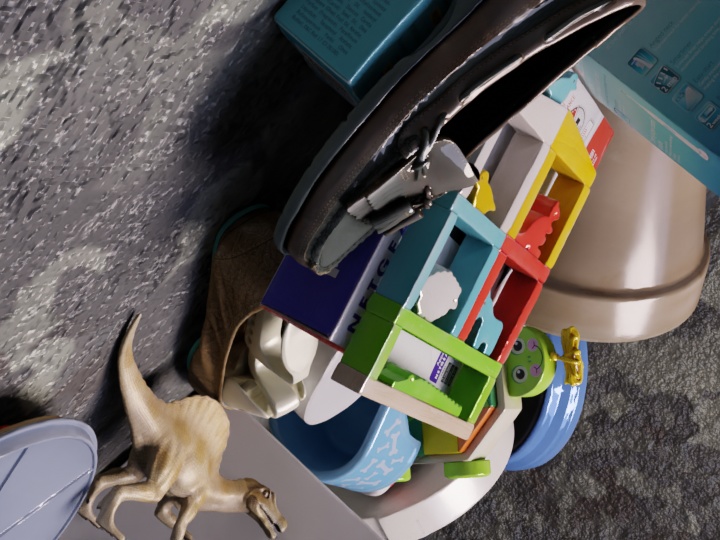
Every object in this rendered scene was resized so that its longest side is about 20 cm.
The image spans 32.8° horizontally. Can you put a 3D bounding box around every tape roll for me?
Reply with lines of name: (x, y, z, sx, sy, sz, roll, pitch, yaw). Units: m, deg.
tape roll: (0.034, 0.153, 1.059, 0.203, 0.203, 0.037, -41, 121, -24)

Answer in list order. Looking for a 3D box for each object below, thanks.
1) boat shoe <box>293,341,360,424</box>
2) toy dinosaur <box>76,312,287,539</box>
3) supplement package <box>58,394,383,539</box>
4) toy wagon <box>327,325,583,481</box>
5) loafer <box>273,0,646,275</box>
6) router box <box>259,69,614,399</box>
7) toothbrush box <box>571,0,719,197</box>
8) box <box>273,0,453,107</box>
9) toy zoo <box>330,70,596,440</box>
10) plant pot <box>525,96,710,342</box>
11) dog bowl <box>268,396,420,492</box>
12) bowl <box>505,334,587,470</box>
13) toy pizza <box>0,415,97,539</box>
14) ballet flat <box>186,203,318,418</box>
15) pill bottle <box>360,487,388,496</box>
boat shoe: (0.000, 0.000, 0.759, 0.072, 0.066, 0.200, -4, 125, -53)
toy dinosaur: (-0.118, 0.109, 0.710, 0.101, 0.058, 0.200, -51, 134, -21)
supplement package: (-0.087, 0.219, 0.849, 0.147, 0.191, 0.200, -42, 164, -22)
toy wagon: (0.058, 0.066, 0.849, 0.200, 0.155, 0.040, -10, 169, 38)
loafer: (0.042, -0.069, 0.544, 0.200, 0.063, 0.072, -50, 167, 11)
router box: (0.052, -0.032, 0.674, 0.200, 0.049, 0.179, -63, 147, -5)
toothbrush box: (0.183, -0.150, 0.663, 0.146, 0.200, 0.085, -49, 165, 2)
box: (0.052, -0.162, 0.560, 0.200, 0.049, 0.082, -48, 165, 2)
toy zoo: (0.067, -0.015, 0.641, 0.131, 0.020, 0.200, 32, 84, -57)
plant pot: (0.168, -0.076, 0.884, 0.200, 0.200, 0.174, -33, 141, -44)
dog bowl: (0.004, 0.058, 0.833, 0.050, 0.111, 0.200, 7, 112, -54)
bowl: (0.126, 0.083, 1.120, 0.039, 0.201, 0.201, 2, 136, -32)
toy pizza: (-0.216, 0.142, 0.609, 0.200, 0.032, 0.200, -42, 163, -16)
ballet flat: (-0.057, 0.042, 0.716, 0.068, 0.072, 0.200, -28, 157, -30)
pill bottle: (0.044, 0.080, 1.012, 0.200, 0.114, 0.114, -41, 164, -23)
